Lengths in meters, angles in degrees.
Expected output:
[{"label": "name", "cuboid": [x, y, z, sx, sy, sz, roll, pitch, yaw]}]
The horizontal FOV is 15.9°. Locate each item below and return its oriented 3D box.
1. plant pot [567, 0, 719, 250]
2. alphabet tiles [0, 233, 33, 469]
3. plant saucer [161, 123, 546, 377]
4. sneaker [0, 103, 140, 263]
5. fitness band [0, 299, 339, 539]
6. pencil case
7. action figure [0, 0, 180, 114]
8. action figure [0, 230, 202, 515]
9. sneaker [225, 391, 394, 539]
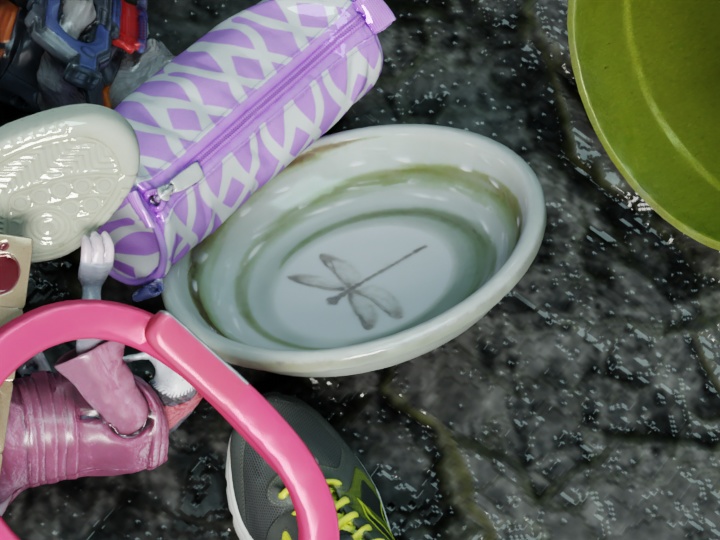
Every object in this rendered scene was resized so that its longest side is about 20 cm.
[{"label": "plant pot", "cuboid": [0.250, -0.135, 1.387, 0.193, 0.200, 0.200, -27, 71, -34]}, {"label": "alphabet tiles", "cuboid": [-0.260, 0.053, 1.171, 0.200, 0.008, 0.167, 8, 90, -8]}, {"label": "plant saucer", "cuboid": [0.000, 0.000, 1.311, 0.200, 0.050, 0.200, -11, 36, 8]}, {"label": "sneaker", "cuboid": [-0.192, -0.039, 1.262, 0.077, 0.200, 0.111, 42, 24, -29]}, {"label": "fitness band", "cuboid": [-0.102, 0.103, 1.183, 0.200, 0.037, 0.144, 45, 83, -11]}, {"label": "pencil case", "cuboid": [-0.072, -0.076, 1.326, 0.084, 0.085, 0.200, 48, 57, -6]}, {"label": "action figure", "cuboid": [-0.186, -0.136, 1.371, 0.193, 0.105, 0.200, 19, 32, -7]}, {"label": "action figure", "cuboid": [-0.154, 0.077, 1.226, 0.200, 0.134, 0.149, -8, 65, -9]}, {"label": "sneaker", "cuboid": [-0.004, 0.142, 1.249, 0.074, 0.085, 0.200, -19, 70, -20]}]
